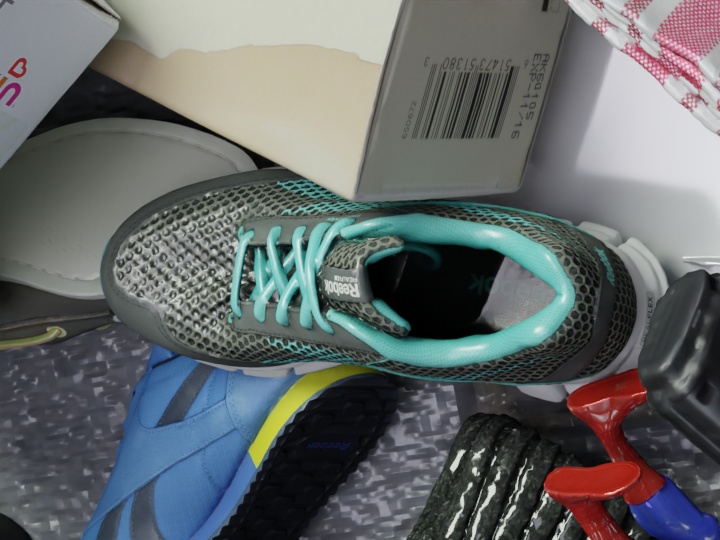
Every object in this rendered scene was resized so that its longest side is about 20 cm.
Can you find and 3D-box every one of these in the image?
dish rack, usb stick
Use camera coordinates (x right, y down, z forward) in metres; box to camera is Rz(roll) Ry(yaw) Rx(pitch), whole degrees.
[{"bbox_3d":[0.083,-0.077,0.971,0.170,0.043,0.202,1,97,23],"label":"dish rack"},{"bbox_3d":[0.166,0.075,0.908,0.200,0.056,0.033,40,147,-22],"label":"usb stick"}]

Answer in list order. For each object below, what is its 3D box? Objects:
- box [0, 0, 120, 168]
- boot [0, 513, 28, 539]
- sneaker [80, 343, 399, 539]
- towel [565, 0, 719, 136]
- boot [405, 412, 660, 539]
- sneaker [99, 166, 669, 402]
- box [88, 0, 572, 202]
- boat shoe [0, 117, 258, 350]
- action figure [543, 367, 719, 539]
[{"bbox_3d":[-0.207,-0.088,0.947,0.177,0.097,0.200,-49,55,9],"label":"box"},{"bbox_3d":[-0.173,0.121,1.021,0.164,0.200,0.066,-2,87,20],"label":"boot"},{"bbox_3d":[-0.065,0.080,1.050,0.200,0.066,0.079,-52,57,24],"label":"sneaker"},{"bbox_3d":[0.117,-0.138,0.904,0.200,0.030,0.146,41,76,3],"label":"towel"},{"bbox_3d":[0.074,0.167,0.990,0.079,0.211,0.158,9,59,54],"label":"boot"},{"bbox_3d":[0.000,0.000,0.935,0.199,0.091,0.078,3,85,18],"label":"sneaker"},{"bbox_3d":[-0.035,-0.096,0.958,0.199,0.095,0.078,28,111,37],"label":"box"},{"bbox_3d":[-0.119,-0.007,1.054,0.200,0.060,0.073,-8,60,21],"label":"boat shoe"},{"bbox_3d":[0.147,0.119,0.928,0.098,0.065,0.201,-10,129,30],"label":"action figure"}]
